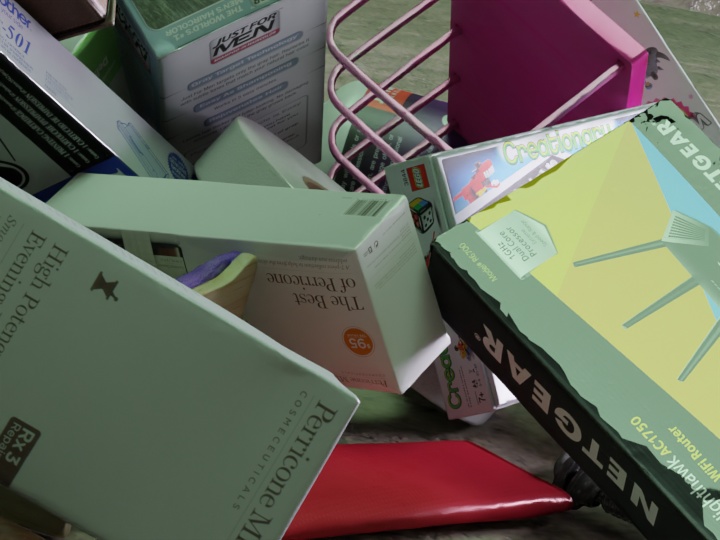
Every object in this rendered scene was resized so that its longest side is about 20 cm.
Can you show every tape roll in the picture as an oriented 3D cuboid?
[{"bbox_3d":[0.000,0.000,1.518,0.203,0.037,0.203,42,5,-5],"label":"tape roll"}]

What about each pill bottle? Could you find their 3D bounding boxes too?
[{"bbox_3d":[0.038,-0.049,1.803,0.200,0.113,0.112,16,12,8],"label":"pill bottle"}]

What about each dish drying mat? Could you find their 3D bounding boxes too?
[{"bbox_3d":[0.006,0.099,1.336,0.077,0.018,0.200,25,16,40],"label":"dish drying mat"}]

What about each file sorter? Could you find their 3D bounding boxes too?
[{"bbox_3d":[0.060,-0.070,1.632,0.125,0.200,0.139,-37,64,-21],"label":"file sorter"}]

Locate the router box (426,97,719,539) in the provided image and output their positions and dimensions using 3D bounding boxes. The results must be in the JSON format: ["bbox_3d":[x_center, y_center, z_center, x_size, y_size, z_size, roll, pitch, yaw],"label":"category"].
[{"bbox_3d":[0.148,0.031,1.355,0.149,0.051,0.200,-32,63,-23],"label":"router box"}]

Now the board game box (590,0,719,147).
[{"bbox_3d":[0.164,-0.088,1.718,0.200,0.064,0.148,55,3,0],"label":"board game box"}]

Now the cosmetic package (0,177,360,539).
[{"bbox_3d":[-0.110,0.038,1.135,0.200,0.102,0.074,30,1,-11],"label":"cosmetic package"}]

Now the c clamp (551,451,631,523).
[{"bbox_3d":[0.169,0.120,1.395,0.200,0.027,0.171,23,16,35],"label":"c clamp"}]

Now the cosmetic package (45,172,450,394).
[{"bbox_3d":[-0.060,0.005,1.401,0.200,0.083,0.051,5,37,36],"label":"cosmetic package"}]

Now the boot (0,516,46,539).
[{"bbox_3d":[-0.190,0.092,1.056,0.186,0.064,0.200,7,18,-37],"label":"boot"}]

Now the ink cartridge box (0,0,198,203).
[{"bbox_3d":[-0.165,-0.061,1.475,0.200,0.094,0.044,44,33,-43],"label":"ink cartridge box"}]

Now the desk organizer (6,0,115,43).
[{"bbox_3d":[-0.224,-0.145,1.466,0.200,0.072,0.077,-14,-36,23],"label":"desk organizer"}]

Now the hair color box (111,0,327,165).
[{"bbox_3d":[-0.075,-0.105,1.579,0.099,0.200,0.061,-26,69,-14],"label":"hair color box"}]

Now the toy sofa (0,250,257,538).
[{"bbox_3d":[-0.119,0.039,1.279,0.083,0.098,0.200,17,14,13],"label":"toy sofa"}]

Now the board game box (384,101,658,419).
[{"bbox_3d":[0.100,-0.009,1.479,0.035,0.126,0.200,-14,0,41],"label":"board game box"}]

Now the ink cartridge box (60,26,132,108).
[{"bbox_3d":[-0.182,-0.064,1.593,0.117,0.200,0.067,19,56,22],"label":"ink cartridge box"}]
